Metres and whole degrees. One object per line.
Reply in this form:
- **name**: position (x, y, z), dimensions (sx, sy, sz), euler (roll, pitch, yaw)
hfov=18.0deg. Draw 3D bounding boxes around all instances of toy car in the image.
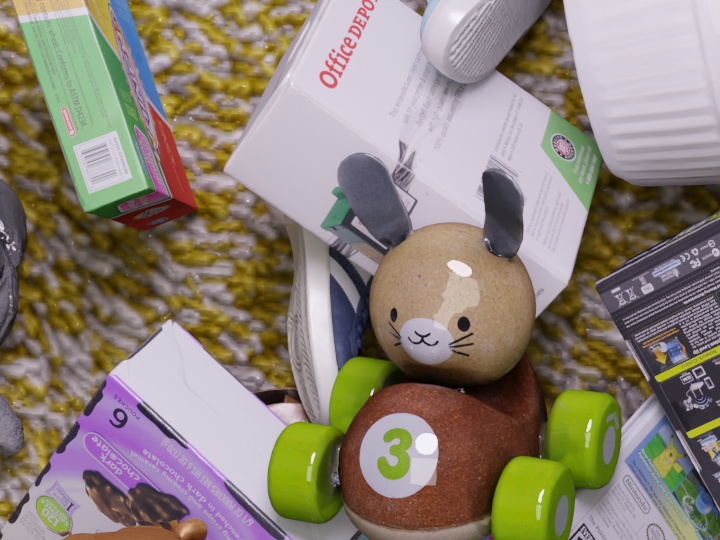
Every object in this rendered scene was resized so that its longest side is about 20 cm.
- **toy car**: position (0.044, 0.036, 1.236), dimensions (0.163, 0.158, 0.201), euler (7, 117, 23)

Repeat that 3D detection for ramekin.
- **ramekin**: position (0.180, -0.141, 1.339), dimensions (0.094, 0.202, 0.204), euler (-12, 87, 15)

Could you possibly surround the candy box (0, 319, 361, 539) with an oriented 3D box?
- **candy box**: position (-0.111, 0.158, 1.359), dimensions (0.168, 0.072, 0.200), euler (42, 130, 4)

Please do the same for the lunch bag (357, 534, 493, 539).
- **lunch bag**: position (0.060, 0.233, 1.349), dimensions (0.170, 0.122, 0.201), euler (24, 98, -30)

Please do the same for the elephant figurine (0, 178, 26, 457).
- **elephant figurine**: position (-0.265, -0.008, 1.413), dimensions (0.199, 0.155, 0.142), euler (25, 47, -6)

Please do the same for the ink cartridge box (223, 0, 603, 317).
- **ink cartridge box**: position (0.035, -0.066, 1.341), dimensions (0.199, 0.146, 0.084), euler (35, 127, -8)

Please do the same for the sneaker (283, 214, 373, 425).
- **sneaker**: position (0.000, 0.000, 1.388), dimensions (0.084, 0.075, 0.202), euler (1, 71, -13)

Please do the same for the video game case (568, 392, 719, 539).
- **video game case**: position (0.202, 0.176, 1.336), dimensions (0.182, 0.022, 0.201), euler (-43, 107, -29)

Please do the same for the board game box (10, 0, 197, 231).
- **board game box**: position (-0.153, -0.106, 1.356), dimensions (0.040, 0.200, 0.154), euler (-19, 87, 3)

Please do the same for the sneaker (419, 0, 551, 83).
- **sneaker**: position (0.059, -0.168, 1.355), dimensions (0.082, 0.200, 0.074), euler (26, 114, 12)

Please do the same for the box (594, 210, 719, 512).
- **box**: position (0.248, 0.032, 1.252), dimensions (0.199, 0.044, 0.161), euler (-30, 90, 38)

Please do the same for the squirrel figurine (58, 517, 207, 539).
- **squirrel figurine**: position (-0.120, 0.227, 1.284), dimensions (0.199, 0.142, 0.187), euler (28, 125, -5)

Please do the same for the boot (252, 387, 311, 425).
- **boot**: position (-0.015, 0.108, 1.398), dimensions (0.198, 0.074, 0.076), euler (-10, 101, 6)
